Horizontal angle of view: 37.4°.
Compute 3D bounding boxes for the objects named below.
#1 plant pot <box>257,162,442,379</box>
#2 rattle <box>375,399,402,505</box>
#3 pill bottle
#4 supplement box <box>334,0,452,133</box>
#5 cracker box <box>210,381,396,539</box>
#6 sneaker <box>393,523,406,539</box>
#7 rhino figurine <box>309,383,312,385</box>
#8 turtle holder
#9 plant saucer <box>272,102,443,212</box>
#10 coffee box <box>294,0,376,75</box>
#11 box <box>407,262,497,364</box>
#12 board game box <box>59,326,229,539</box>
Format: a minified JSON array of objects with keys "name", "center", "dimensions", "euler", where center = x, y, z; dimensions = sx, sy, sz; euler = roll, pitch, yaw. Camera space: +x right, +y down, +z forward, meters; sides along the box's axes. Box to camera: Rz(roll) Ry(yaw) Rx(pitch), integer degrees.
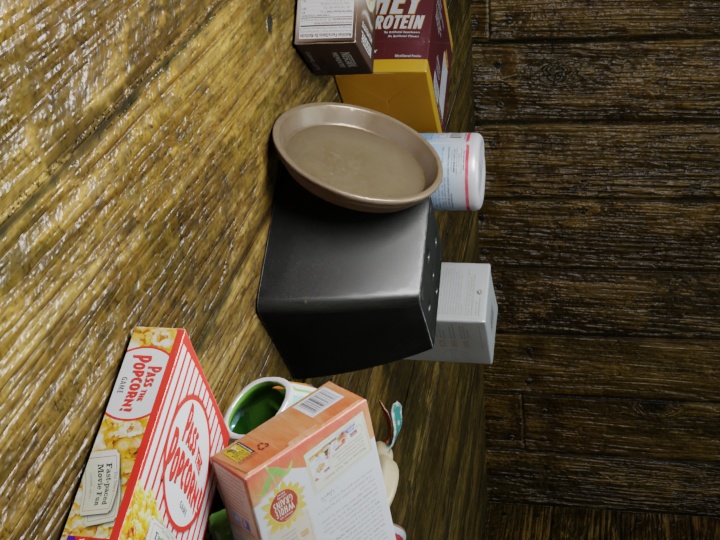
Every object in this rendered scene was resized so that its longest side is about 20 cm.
[{"name":"plant pot","center":[0.000,0.000,1.239],"dimensions":[0.201,0.174,0.203],"euler":[68,26,-59]},{"name":"rattle","center":[0.049,0.282,1.347],"dimensions":[0.131,0.141,0.202],"euler":[116,0,-50]},{"name":"pill bottle","center":[0.077,-0.142,1.526],"dimensions":[0.109,0.196,0.111],"euler":[2,90,-77]},{"name":"supplement box","center":[0.054,-0.314,1.556],"dimensions":[0.198,0.130,0.203],"euler":[68,27,-61]},{"name":"cracker box","center":[-0.042,0.219,0.928],"dimensions":[0.133,0.057,0.203],"euler":[-29,119,-33]},{"name":"sneaker","center":[0.022,0.441,1.635],"dimensions":[0.200,0.070,0.114],"euler":[54,35,-59]},{"name":"rhino figurine","center":[-0.051,0.192,1.278],"dimensions":[0.200,0.059,0.089],"euler":[63,4,-65]},{"name":"turtle holder","center":[-0.086,0.189,1.014],"dimensions":[0.185,0.140,0.133],"euler":[-40,126,-20]},{"name":"plant saucer","center":[-0.004,-0.125,1.188],"dimensions":[0.201,0.197,0.030],"euler":[-70,179,-55]},{"name":"coffee box","center":[-0.026,-0.354,1.302],"dimensions":[0.114,0.078,0.204],"euler":[35,58,-75]},{"name":"box","center":[0.119,0.069,1.746],"dimensions":[0.153,0.196,0.108],"euler":[71,25,-58]},{"name":"board game box","center":[-0.159,0.170,0.811],"dimensions":[0.153,0.045,0.202],"euler":[77,18,-50]}]
